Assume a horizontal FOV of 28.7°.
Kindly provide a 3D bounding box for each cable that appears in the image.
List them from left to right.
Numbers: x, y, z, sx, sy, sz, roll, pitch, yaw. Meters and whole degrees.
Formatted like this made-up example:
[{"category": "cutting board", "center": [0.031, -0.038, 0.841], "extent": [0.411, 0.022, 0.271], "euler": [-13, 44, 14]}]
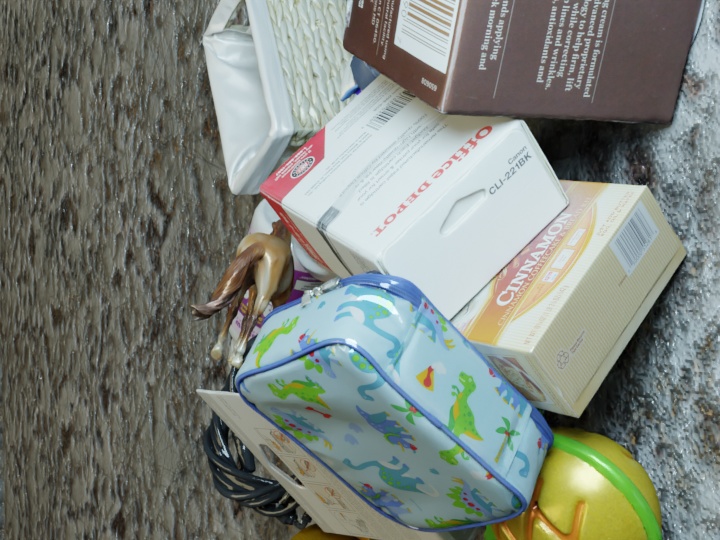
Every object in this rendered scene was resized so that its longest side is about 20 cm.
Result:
[{"category": "cable", "center": [-0.065, 0.132, 1.330], "extent": [0.162, 0.051, 0.202], "euler": [24, 91, 35]}]

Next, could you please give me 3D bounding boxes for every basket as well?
[{"category": "basket", "center": [-0.075, -0.193, 1.462], "extent": [0.136, 0.122, 0.202], "euler": [-47, 49, 54]}]

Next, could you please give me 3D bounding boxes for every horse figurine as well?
[{"category": "horse figurine", "center": [-0.086, 0.015, 1.176], "extent": [0.200, 0.049, 0.134], "euler": [37, -109, -81]}]

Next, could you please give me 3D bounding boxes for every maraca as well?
[{"category": "maraca", "center": [0.143, 0.179, 1.048], "extent": [0.199, 0.107, 0.138], "euler": [-20, 104, 56]}]

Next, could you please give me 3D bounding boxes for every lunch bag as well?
[{"category": "lunch bag", "center": [0.020, 0.095, 0.976], "extent": [0.160, 0.200, 0.083], "euler": [-24, 30, 48]}]

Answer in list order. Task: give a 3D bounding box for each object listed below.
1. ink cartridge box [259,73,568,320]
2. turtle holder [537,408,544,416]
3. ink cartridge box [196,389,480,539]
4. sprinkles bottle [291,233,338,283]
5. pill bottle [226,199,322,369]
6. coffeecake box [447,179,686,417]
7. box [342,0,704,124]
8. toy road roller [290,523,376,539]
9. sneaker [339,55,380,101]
[{"category": "ink cartridge box", "center": [0.035, -0.056, 1.038], "extent": [0.084, 0.144, 0.200], "euler": [52, 170, -31]}, {"category": "turtle holder", "center": [0.060, 0.096, 1.172], "extent": [0.132, 0.185, 0.141], "euler": [-53, 12, -25]}, {"category": "ink cartridge box", "center": [-0.019, 0.152, 1.159], "extent": [0.175, 0.200, 0.045], "euler": [2, 48, 50]}, {"category": "sprinkles bottle", "center": [0.000, 0.000, 1.244], "extent": [0.200, 0.068, 0.069], "euler": [49, -153, -66]}, {"category": "pill bottle", "center": [-0.081, 0.027, 1.494], "extent": [0.113, 0.111, 0.201], "euler": [58, 140, 45]}, {"category": "coffeecake box", "center": [0.110, 0.010, 1.028], "extent": [0.199, 0.073, 0.154], "euler": [9, 55, 51]}, {"category": "box", "center": [0.116, -0.208, 0.996], "extent": [0.164, 0.198, 0.168], "euler": [42, 126, 55]}, {"category": "toy road roller", "center": [0.000, 0.248, 1.303], "extent": [0.123, 0.145, 0.203], "euler": [12, 102, 62]}, {"category": "sneaker", "center": [0.041, -0.174, 1.217], "extent": [0.147, 0.080, 0.201], "euler": [-57, 17, 21]}]
